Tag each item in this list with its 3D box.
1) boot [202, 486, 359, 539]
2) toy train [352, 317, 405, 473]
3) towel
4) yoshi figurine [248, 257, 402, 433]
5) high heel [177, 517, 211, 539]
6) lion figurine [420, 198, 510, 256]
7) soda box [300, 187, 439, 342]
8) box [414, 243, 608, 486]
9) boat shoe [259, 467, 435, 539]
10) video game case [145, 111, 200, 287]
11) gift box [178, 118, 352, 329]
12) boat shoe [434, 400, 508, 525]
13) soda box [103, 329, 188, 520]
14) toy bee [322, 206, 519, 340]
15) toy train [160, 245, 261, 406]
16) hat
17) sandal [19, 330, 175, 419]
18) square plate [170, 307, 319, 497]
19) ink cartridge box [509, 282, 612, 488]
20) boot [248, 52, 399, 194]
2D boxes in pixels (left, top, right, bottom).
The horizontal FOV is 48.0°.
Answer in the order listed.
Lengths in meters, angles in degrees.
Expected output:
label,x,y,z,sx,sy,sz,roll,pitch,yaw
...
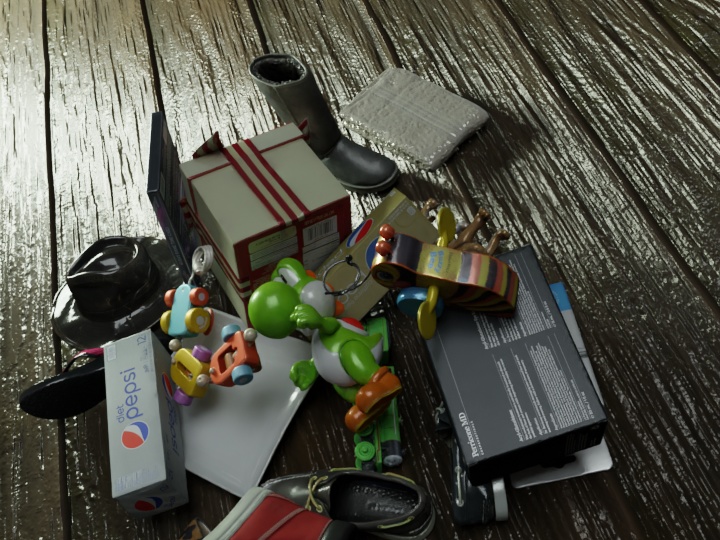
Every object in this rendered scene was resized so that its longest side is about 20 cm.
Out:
label,x,y,z,sx,sy,sz,roll,pitch,yaw
boot,-0.084,0.293,0.742,0.142,0.073,0.200,13,34,23
toy train,0.017,0.140,0.933,0.055,0.042,0.202,-3,52,-2
towel,0.075,-0.226,1.199,0.132,0.035,0.199,-44,56,-17
yoshi figurine,-0.052,0.080,0.870,0.112,0.112,0.201,-42,72,12
high heel,-0.106,0.309,0.811,0.197,0.072,0.144,-13,57,16
lion figurine,0.103,-0.019,0.994,0.123,0.072,0.200,-51,21,-10
soda box,0.000,0.000,0.965,0.200,0.068,0.064,-46,19,3
box,0.142,0.093,0.817,0.139,0.079,0.202,-16,59,-1
boat shoe,-0.022,0.240,0.851,0.198,0.061,0.072,0,53,14
video game case,-0.243,-0.085,1.065,0.019,0.201,0.144,-8,51,-1
gift box,-0.114,-0.076,1.019,0.183,0.202,0.187,-21,49,-23
boat shoe,0.108,0.169,0.863,0.059,0.076,0.202,-9,51,0
soda box,-0.246,0.172,0.920,0.063,0.069,0.202,-19,52,0
toy bee,0.053,0.004,0.781,0.197,0.109,0.133,-12,61,5
toy train,-0.170,0.075,0.956,0.150,0.055,0.201,-46,47,24
hat,-0.340,0.010,1.095,0.197,0.081,0.203,-7,53,9
sandal,-0.327,0.125,1.013,0.198,0.076,0.045,-26,52,-16
square plate,-0.161,0.154,0.974,0.196,0.029,0.201,17,59,24
ink cartridge box,0.194,0.121,0.882,0.114,0.067,0.202,-13,52,5
boot,-0.046,-0.201,1.102,0.180,0.201,0.073,14,58,23
